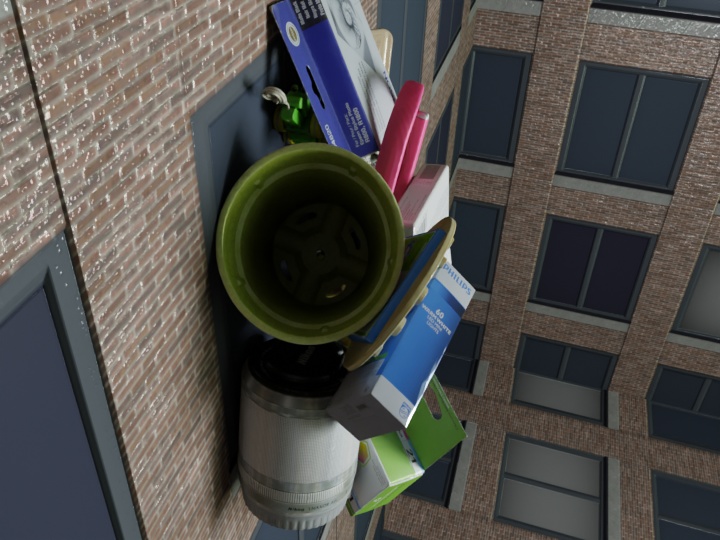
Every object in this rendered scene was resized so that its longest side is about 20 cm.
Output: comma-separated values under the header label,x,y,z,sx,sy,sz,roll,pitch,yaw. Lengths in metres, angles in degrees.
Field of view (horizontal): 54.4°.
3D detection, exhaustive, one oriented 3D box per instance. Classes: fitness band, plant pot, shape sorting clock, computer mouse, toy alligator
label,x,y,z,sx,sy,sz,roll,pitch,yaw
fitness band,0.048,-0.140,0.903,0.144,0.036,0.205,-59,165,-62
plant pot,-0.051,-0.025,0.805,0.184,0.194,0.207,92,10,-88
shape sorting clock,0.044,0.026,0.775,0.201,0.039,0.201,-52,-170,13
computer mouse,0.000,0.000,0.915,0.058,0.202,0.034,-35,177,6
toy alligator,-0.069,-0.188,0.815,0.200,0.058,0.056,49,54,-75

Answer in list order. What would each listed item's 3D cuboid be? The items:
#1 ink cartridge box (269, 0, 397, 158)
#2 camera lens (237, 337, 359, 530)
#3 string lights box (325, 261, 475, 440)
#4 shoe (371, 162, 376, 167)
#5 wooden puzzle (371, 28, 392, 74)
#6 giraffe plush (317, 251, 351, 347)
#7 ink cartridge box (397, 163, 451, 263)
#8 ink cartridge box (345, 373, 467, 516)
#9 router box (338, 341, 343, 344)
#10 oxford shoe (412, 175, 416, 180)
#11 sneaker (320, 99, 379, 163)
label,x,y,z,sx,sy,sz,roll,pitch,yaw
ink cartridge box,-0.018,-0.245,0.847,0.204,0.040,0.201,66,26,-20
camera lens,-0.076,0.197,0.889,0.160,0.155,0.206,-52,151,-65
string lights box,0.048,0.089,0.808,0.102,0.059,0.202,-32,-160,54
shoe,-0.030,-0.080,1.100,0.090,0.071,0.204,-24,144,-43
wooden puzzle,-0.007,-0.273,1.081,0.200,0.045,0.191,-43,142,-63
giraffe plush,-0.041,0.046,1.024,0.202,0.169,0.164,53,27,-27
ink cartridge box,0.086,-0.028,0.984,0.201,0.043,0.181,-57,147,-54
ink cartridge box,0.032,0.214,0.950,0.074,0.150,0.201,-4,146,-41
router box,-0.002,0.150,1.223,0.062,0.145,0.206,52,51,-75
oxford shoe,0.052,-0.110,1.047,0.198,0.071,0.073,-31,144,-40
sneaker,-0.012,-0.178,0.943,0.087,0.076,0.206,21,63,-35
